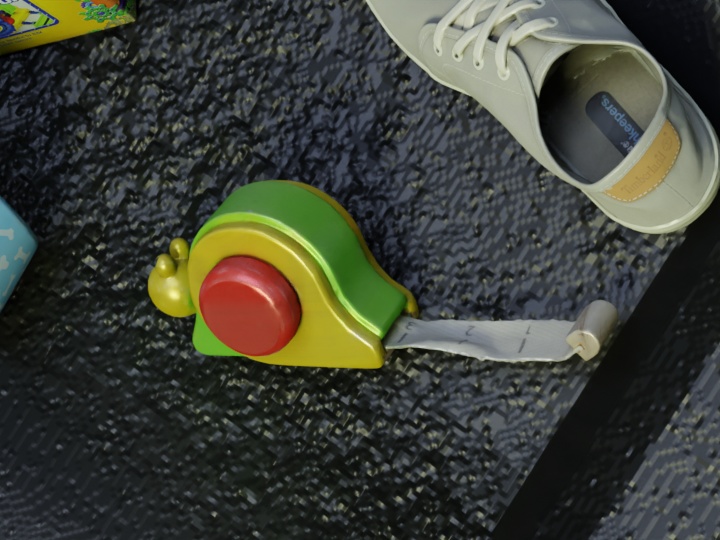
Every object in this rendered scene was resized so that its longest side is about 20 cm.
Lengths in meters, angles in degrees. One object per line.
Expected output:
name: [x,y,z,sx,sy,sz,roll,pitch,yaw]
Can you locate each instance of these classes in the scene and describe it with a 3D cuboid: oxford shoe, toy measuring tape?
oxford shoe: [0.063,-0.091,1.048,0.075,0.058,0.200,-49,59,9]
toy measuring tape: [0.000,0.000,1.040,0.199,0.073,0.074,1,76,29]

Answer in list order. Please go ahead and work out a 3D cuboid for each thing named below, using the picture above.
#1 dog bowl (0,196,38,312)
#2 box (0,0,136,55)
dog bowl: [-0.215,-0.048,1.147,0.200,0.112,0.050,36,79,30]
box: [-0.194,-0.216,1.134,0.121,0.192,0.201,-11,71,23]
